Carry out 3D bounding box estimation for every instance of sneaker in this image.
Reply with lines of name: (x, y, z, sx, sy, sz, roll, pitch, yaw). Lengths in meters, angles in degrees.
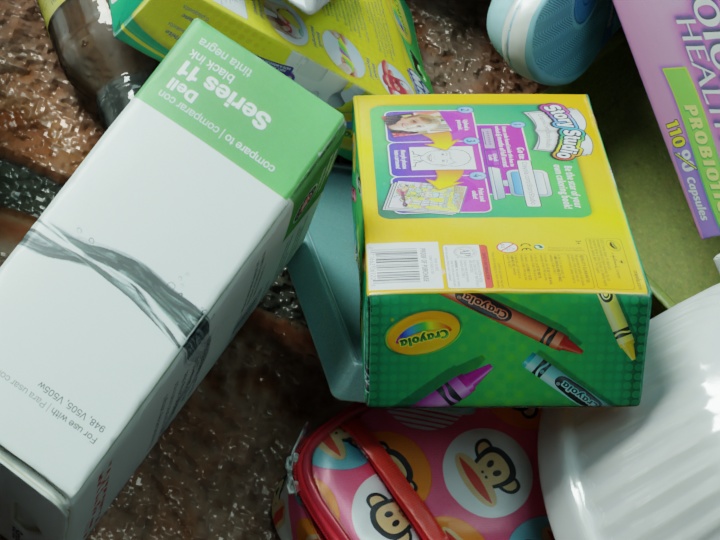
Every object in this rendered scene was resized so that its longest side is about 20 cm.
sneaker: (0.080, -0.167, 1.073, 0.130, 0.080, 0.200, 20, 29, 18)

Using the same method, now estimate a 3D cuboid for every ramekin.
ramekin: (0.186, 0.097, 0.879, 0.199, 0.105, 0.201, 25, 44, -27)

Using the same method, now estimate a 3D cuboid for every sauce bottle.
sauce bottle: (-0.131, -0.135, 0.992, 0.064, 0.065, 0.201, -7, 64, -27)

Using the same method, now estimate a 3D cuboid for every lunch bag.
lunch bag: (0.052, 0.144, 0.901, 0.175, 0.082, 0.201, -27, 73, -30)

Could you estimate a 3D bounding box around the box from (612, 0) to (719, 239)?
box: (0.240, -0.136, 1.027, 0.199, 0.096, 0.177, -25, 96, -39)

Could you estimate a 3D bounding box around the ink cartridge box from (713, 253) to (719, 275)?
ink cartridge box: (0.286, 0.052, 1.009, 0.145, 0.083, 0.202, -25, 94, -37)

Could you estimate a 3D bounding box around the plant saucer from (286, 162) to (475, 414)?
plant saucer: (0.000, 0.000, 0.942, 0.069, 0.019, 0.200, 8, 29, -20)

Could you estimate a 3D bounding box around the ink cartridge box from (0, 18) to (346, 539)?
ink cartridge box: (-0.100, 0.015, 0.837, 0.083, 0.147, 0.201, 34, 68, 3)

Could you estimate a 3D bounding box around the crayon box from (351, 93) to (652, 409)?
crayon box: (0.057, -0.015, 0.892, 0.118, 0.059, 0.201, 0, 29, -2)

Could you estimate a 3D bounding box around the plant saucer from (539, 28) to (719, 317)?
plant saucer: (0.192, -0.041, 1.090, 0.200, 0.048, 0.199, 46, 54, 8)

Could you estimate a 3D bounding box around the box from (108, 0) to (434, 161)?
box: (-0.041, -0.130, 0.997, 0.199, 0.048, 0.118, 24, 39, -36)

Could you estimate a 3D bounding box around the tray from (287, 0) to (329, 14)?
tray: (-0.082, -0.205, 0.953, 0.200, 0.022, 0.107, 42, 20, -2)
